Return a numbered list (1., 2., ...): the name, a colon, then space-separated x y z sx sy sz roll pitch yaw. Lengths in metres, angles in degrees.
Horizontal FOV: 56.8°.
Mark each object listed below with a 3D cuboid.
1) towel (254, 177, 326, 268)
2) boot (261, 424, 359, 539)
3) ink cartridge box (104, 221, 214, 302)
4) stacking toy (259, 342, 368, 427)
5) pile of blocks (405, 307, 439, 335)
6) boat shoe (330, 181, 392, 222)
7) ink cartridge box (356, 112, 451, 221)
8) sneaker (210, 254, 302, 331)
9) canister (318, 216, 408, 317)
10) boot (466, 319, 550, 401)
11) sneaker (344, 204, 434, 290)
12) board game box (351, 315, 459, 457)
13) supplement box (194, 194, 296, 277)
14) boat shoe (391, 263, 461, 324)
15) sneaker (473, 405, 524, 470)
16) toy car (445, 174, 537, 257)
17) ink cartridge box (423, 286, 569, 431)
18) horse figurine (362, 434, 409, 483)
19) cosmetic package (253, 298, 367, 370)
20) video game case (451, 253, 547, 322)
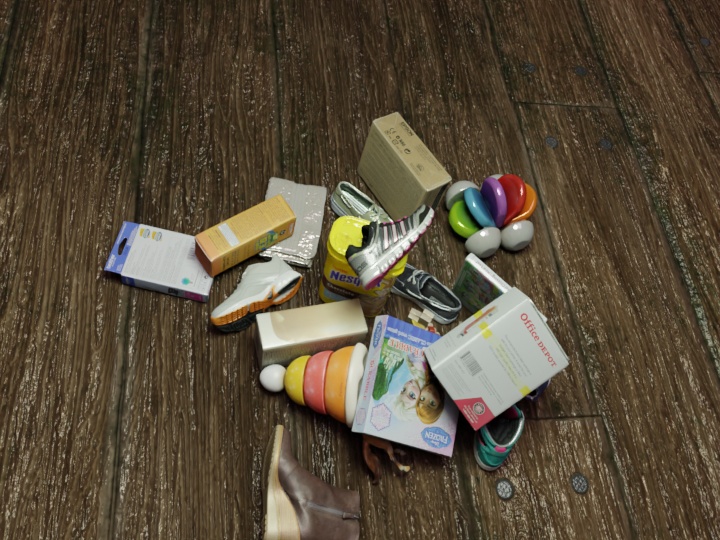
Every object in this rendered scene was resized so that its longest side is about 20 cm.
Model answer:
1. towel: -0.145 -0.104 1.389 0.130 0.035 0.203 11 59 -7
2. boot: -0.083 0.370 1.129 0.163 0.073 0.203 11 57 -20
3. ink cartridge box: -0.377 -0.018 1.287 0.196 0.042 0.121 14 58 -7
4. stacking toy: -0.086 0.195 1.196 0.196 0.147 0.148 6 58 10
5. pile of blocks: 0.134 0.158 1.283 0.081 0.062 0.202 -17 65 -20
6. boat shoe: 0.018 -0.110 1.409 0.198 0.062 0.072 35 60 7
7. ink cartridge box: 0.088 -0.203 1.417 0.074 0.166 0.201 -26 69 -26
8. sneaker: -0.212 0.040 1.279 0.198 0.076 0.092 -30 63 -33
9. canister: 0.000 0.000 1.263 0.146 0.201 0.088 17 58 -1
10. boot: 0.268 0.164 1.264 0.198 0.074 0.090 34 23 18
11. sneaker: 0.047 -0.060 1.145 0.087 0.074 0.200 43 66 6
12. board game box: 0.094 0.205 1.170 0.197 0.041 0.203 21 72 -29
13. supplement box: -0.221 -0.069 1.294 0.198 0.067 0.069 -33 72 -26
14. boat shoe: 0.118 0.029 1.349 0.199 0.068 0.072 39 60 11
15. sneaker: 0.243 0.249 1.220 0.082 0.121 0.203 3 59 -10
16. toy car: 0.288 -0.137 1.431 0.196 0.151 0.178 -11 64 -18
17. ink cartridge box: 0.230 0.148 1.136 0.198 0.084 0.146 -35 105 5
18. horse figurine: 0.050 0.271 1.189 0.132 0.050 0.202 37 59 -20
19. cosmetic package: -0.094 0.118 1.234 0.196 0.106 0.072 -8 62 -18
20. video game case: 0.258 0.067 1.282 0.182 0.201 0.022 43 74 13
